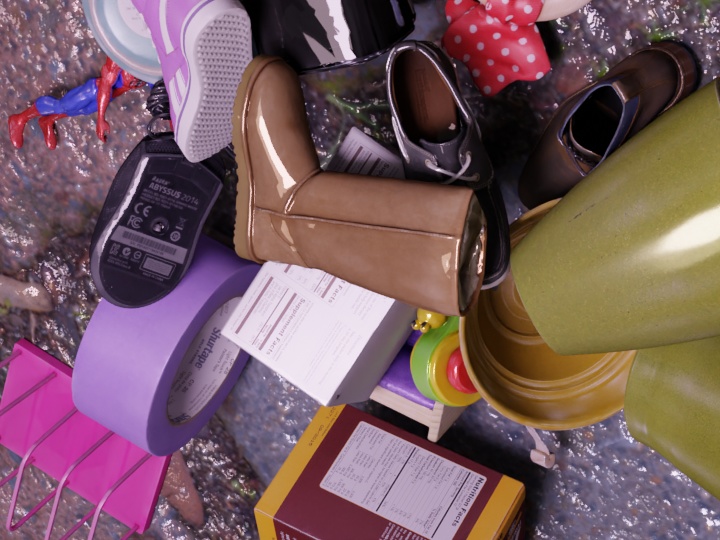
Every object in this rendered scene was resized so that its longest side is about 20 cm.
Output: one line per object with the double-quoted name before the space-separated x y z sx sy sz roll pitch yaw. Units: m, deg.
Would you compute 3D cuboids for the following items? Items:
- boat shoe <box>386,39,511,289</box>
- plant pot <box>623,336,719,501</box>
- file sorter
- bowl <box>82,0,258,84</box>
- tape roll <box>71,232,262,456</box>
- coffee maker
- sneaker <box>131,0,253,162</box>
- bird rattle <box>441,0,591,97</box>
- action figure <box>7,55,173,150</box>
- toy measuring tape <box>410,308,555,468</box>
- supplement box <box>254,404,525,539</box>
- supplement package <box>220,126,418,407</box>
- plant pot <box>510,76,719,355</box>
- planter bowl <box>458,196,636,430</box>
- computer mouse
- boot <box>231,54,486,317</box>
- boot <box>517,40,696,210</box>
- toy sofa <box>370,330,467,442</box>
"boat shoe" 0.064 -0.081 1.468 0.072 0.068 0.200 -17 86 4
"plant pot" 0.319 0.108 1.498 0.193 0.200 0.200 22 125 34
"file sorter" -0.317 0.197 1.956 0.200 0.125 0.139 30 127 14
"bowl" -0.153 -0.233 1.602 0.201 0.105 0.201 9 118 17
"tape roll" -0.171 0.064 1.749 0.085 0.200 0.200 28 126 17
"coffee maker" -0.053 -0.255 1.494 0.135 0.192 0.200 5 118 50
"sneaker" -0.138 -0.180 1.527 0.114 0.073 0.200 48 152 23
"bird rattle" 0.121 -0.242 1.480 0.163 0.113 0.200 -17 109 19
"action figure" -0.235 -0.139 1.758 0.200 0.065 0.099 -29 75 38
"toy measuring tape" 0.095 0.108 1.622 0.074 0.074 0.200 -13 122 35
"supplement box" 0.031 0.251 1.727 0.200 0.133 0.197 23 150 19
"supplement package" 0.000 0.000 1.592 0.111 0.156 0.200 35 96 12
"plant pot" 0.221 -0.019 1.443 0.200 0.187 0.187 -26 100 19
"planter bowl" 0.161 0.024 1.576 0.083 0.200 0.200 -136 31 -65
"computer mouse" -0.166 -0.061 1.636 0.138 0.053 0.200 25 101 -31
"boot" 0.002 -0.067 1.454 0.200 0.066 0.175 12 113 30
"boot" 0.171 -0.105 1.514 0.075 0.097 0.200 51 129 11
"toy sofa" 0.010 0.061 1.713 0.200 0.083 0.098 25 126 18
